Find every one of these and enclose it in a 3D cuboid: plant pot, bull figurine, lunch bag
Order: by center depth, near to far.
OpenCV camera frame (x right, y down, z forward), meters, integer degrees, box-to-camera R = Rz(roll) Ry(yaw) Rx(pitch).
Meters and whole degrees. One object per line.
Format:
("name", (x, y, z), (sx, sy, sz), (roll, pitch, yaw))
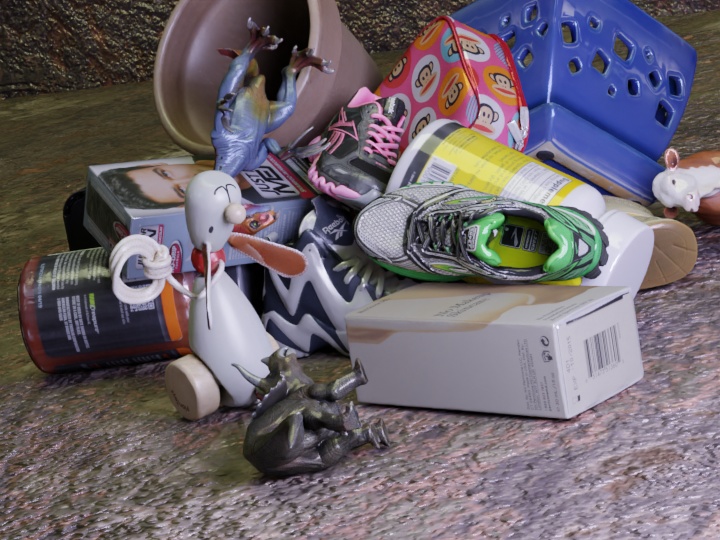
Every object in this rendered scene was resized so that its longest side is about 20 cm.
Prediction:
("lunch bag", (0.066, -0.106, 1.741), (0.081, 0.200, 0.177), (17, 40, -29))
("bull figurine", (0.333, -0.073, 1.765), (0.120, 0.066, 0.200), (5, 1, 15))
("plant pot", (-0.067, -0.177, 1.841), (0.199, 0.202, 0.174), (-1, -16, 37))
("plant pot", (0.181, -0.143, 1.842), (0.199, 0.181, 0.199), (26, -32, -34))

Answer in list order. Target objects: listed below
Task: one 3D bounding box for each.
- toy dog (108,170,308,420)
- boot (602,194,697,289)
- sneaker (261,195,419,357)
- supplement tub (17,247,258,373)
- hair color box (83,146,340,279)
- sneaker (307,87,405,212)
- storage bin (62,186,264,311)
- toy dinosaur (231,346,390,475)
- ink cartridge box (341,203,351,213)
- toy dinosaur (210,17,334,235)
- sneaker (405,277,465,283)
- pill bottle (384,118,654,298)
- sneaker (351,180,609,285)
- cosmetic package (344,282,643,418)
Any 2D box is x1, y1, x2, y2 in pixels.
("toy dog", (-0.095, 0.034, 1.488), (0.096, 0.201, 0.132), (24, 57, 40))
("boot", (0.179, -0.021, 1.713), (0.198, 0.073, 0.155), (-9, 13, -5))
("sneaker", (0.000, 0.000, 1.628), (0.198, 0.131, 0.079), (-2, 16, 33))
("supplement tub", (-0.193, 0.028, 1.721), (0.198, 0.108, 0.107), (-7, 12, 8))
("hair color box", (-0.128, -0.052, 1.685), (0.199, 0.061, 0.099), (-8, 33, -29))
("sneaker", (0.006, -0.105, 1.673), (0.079, 0.096, 0.200), (32, 12, -19))
("storage bin", (-0.171, -0.029, 1.883), (0.198, 0.136, 0.094), (-6, 13, 17))
("toy dinosaur", (-0.041, 0.112, 1.340), (0.102, 0.077, 0.200), (-20, 15, 11))
("ink cartridge box", (0.015, -0.063, 1.978), (0.199, 0.100, 0.039), (-15, 14, -17))
("toy dinosaur", (-0.090, -0.111, 1.662), (0.105, 0.183, 0.200), (28, -13, -14))
("sneaker", (0.017, 0.019, 1.730), (0.199, 0.076, 0.087), (-12, -20, 31))
("pill bottle", (0.126, -0.033, 1.570), (0.199, 0.115, 0.114), (28, 28, 22))
("sneaker", (0.083, -0.031, 1.480), (0.198, 0.079, 0.085), (3, -3, 24))
("cosmetic package", (0.096, 0.055, 1.436), (0.199, 0.072, 0.105), (1, 16, 41))
